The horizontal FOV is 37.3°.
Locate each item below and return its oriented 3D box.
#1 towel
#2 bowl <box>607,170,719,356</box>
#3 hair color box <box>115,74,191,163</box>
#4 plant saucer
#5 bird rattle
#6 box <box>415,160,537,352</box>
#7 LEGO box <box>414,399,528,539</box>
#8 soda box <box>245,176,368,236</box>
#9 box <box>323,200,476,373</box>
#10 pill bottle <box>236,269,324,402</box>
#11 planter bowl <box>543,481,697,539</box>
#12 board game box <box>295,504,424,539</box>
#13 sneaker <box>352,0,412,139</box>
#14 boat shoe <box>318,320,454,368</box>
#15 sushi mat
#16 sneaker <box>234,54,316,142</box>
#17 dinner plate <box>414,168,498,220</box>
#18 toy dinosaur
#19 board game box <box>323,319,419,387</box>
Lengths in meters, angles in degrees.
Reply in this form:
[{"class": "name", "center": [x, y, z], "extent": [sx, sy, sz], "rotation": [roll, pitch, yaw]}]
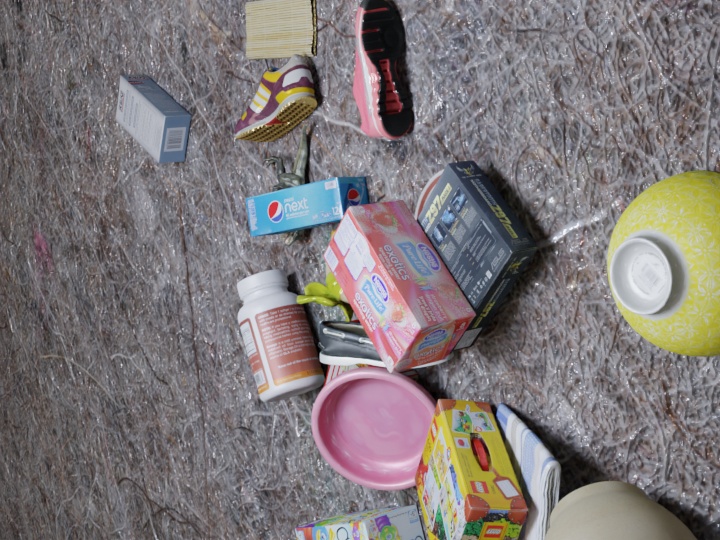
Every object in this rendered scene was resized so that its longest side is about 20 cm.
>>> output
[{"class": "towel", "center": [0.201, 0.268, 1.340], "extent": [0.200, 0.024, 0.148], "rotation": [-129, 41, -71]}, {"class": "bowl", "center": [0.324, 0.000, 1.112], "extent": [0.200, 0.107, 0.201], "rotation": [16, 111, 51]}, {"class": "hair color box", "center": [-0.406, -0.297, 2.079], "extent": [0.200, 0.060, 0.099], "rotation": [42, 128, 40]}, {"class": "plant saucer", "center": [0.030, 0.221, 1.538], "extent": [0.199, 0.051, 0.202], "rotation": [6, 117, 13]}, {"class": "bird rattle", "center": [0.000, 0.000, 1.563], "extent": [0.200, 0.112, 0.164], "rotation": [-17, 65, 48]}, {"class": "box", "center": [0.129, -0.017, 1.382], "extent": [0.158, 0.051, 0.200], "rotation": [57, 138, 30]}, {"class": "LEGO box", "center": [0.138, 0.289, 1.382], "extent": [0.200, 0.077, 0.150], "rotation": [-104, 23, -56]}, {"class": "soda box", "center": [-0.083, -0.097, 1.641], "extent": [0.199, 0.068, 0.065], "rotation": [-8, 90, 41]}, {"class": "box", "center": [0.047, 0.017, 1.379], "extent": [0.200, 0.094, 0.103], "rotation": [59, 141, 28]}, {"class": "pill bottle", "center": [-0.137, 0.106, 1.757], "extent": [0.112, 0.112, 0.201], "rotation": [-32, 72, 52]}, {"class": "planter bowl", "center": [0.283, 0.322, 1.189], "extent": [0.135, 0.199, 0.201], "rotation": [-98, 25, -48]}, {"class": "board game box", "center": [0.001, 0.429, 1.644], "extent": [0.200, 0.104, 0.104], "rotation": [-23, 79, 53]}, {"class": "sneaker", "center": [0.013, -0.282, 1.503], "extent": [0.087, 0.073, 0.201], "rotation": [-2, 96, 55]}, {"class": "boat shoe", "center": [0.032, 0.100, 1.501], "extent": [0.199, 0.076, 0.061], "rotation": [-2, 101, 16]}, {"class": "sushi mat", "center": [-0.131, -0.392, 1.726], "extent": [0.200, 0.012, 0.096], "rotation": [12, 106, 52]}, {"class": "sneaker", "center": [-0.139, -0.274, 1.722], "extent": [0.200, 0.075, 0.091], "rotation": [-23, 71, 47]}, {"class": "dinner plate", "center": [0.140, -0.039, 1.424], "extent": [0.200, 0.024, 0.201], "rotation": [14, 107, 52]}, {"class": "toy dinosaur", "center": [-0.116, -0.145, 1.734], "extent": [0.088, 0.047, 0.201], "rotation": [18, 110, 41]}, {"class": "board game box", "center": [0.006, 0.200, 1.638], "extent": [0.151, 0.046, 0.201], "rotation": [42, 129, 41]}]
